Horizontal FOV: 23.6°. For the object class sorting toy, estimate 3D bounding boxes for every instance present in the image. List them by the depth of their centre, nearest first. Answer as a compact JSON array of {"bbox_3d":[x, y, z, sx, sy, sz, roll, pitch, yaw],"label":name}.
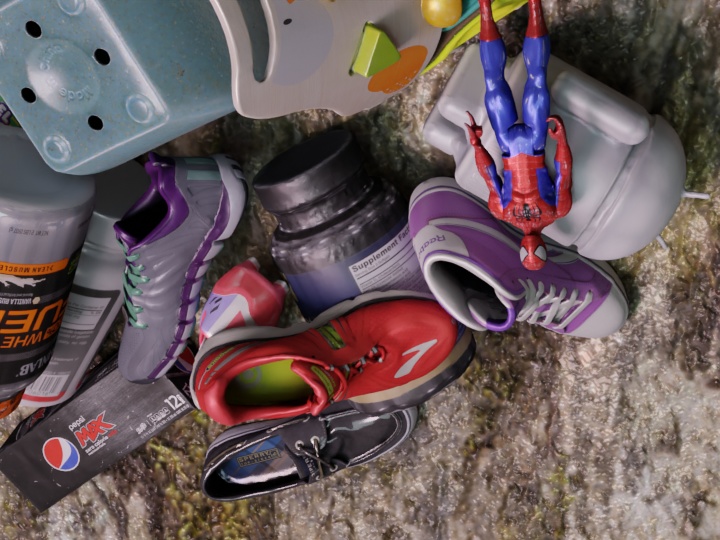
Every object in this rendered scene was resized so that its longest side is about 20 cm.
[{"bbox_3d":[-0.041,-0.186,1.119,0.107,0.180,0.201,-11,106,49],"label":"sorting toy"}]

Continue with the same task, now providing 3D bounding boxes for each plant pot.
[{"bbox_3d":[-0.157,-0.174,1.191,0.196,0.200,0.196,-20,111,35],"label":"plant pot"}]

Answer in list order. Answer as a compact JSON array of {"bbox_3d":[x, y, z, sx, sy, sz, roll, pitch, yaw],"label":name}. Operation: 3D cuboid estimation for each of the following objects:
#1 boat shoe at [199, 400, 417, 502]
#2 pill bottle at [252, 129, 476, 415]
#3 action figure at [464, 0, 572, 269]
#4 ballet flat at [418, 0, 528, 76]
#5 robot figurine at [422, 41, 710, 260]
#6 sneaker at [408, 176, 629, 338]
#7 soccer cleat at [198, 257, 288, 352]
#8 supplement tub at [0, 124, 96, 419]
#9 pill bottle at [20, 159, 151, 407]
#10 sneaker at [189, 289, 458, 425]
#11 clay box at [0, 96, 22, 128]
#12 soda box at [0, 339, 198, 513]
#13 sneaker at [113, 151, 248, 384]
[{"bbox_3d":[-0.048,0.148,1.425,0.199,0.066,0.070,-15,113,22],"label":"boat shoe"},{"bbox_3d":[0.000,0.000,1.307,0.111,0.112,0.201,-19,111,24],"label":"pill bottle"},{"bbox_3d":[0.105,-0.094,1.138,0.065,0.052,0.201,-5,113,12],"label":"action figure"},{"bbox_3d":[0.062,-0.180,1.215,0.200,0.067,0.067,-25,78,50],"label":"ballet flat"},{"bbox_3d":[0.146,-0.082,1.222,0.199,0.113,0.170,29,157,0],"label":"robot figurine"},{"bbox_3d":[0.119,0.021,1.264,0.200,0.115,0.073,26,121,-22],"label":"sneaker"},{"bbox_3d":[-0.100,0.059,1.345,0.067,0.076,0.200,39,156,10],"label":"soccer cleat"},{"bbox_3d":[-0.271,0.005,1.251,0.122,0.123,0.201,22,120,3],"label":"supplement tub"},{"bbox_3d":[-0.239,0.003,1.374,0.114,0.114,0.200,32,120,-2],"label":"pill bottle"},{"bbox_3d":[-0.021,0.073,1.225,0.199,0.085,0.077,-15,110,-4],"label":"sneaker"},{"bbox_3d":[-0.326,-0.092,1.313,0.115,0.048,0.200,37,94,14],"label":"clay box"},{"bbox_3d":[-0.219,0.123,1.461,0.200,0.063,0.071,-35,104,27],"label":"soda box"},{"bbox_3d":[-0.161,-0.005,1.293,0.087,0.074,0.201,7,118,-37],"label":"sneaker"}]
